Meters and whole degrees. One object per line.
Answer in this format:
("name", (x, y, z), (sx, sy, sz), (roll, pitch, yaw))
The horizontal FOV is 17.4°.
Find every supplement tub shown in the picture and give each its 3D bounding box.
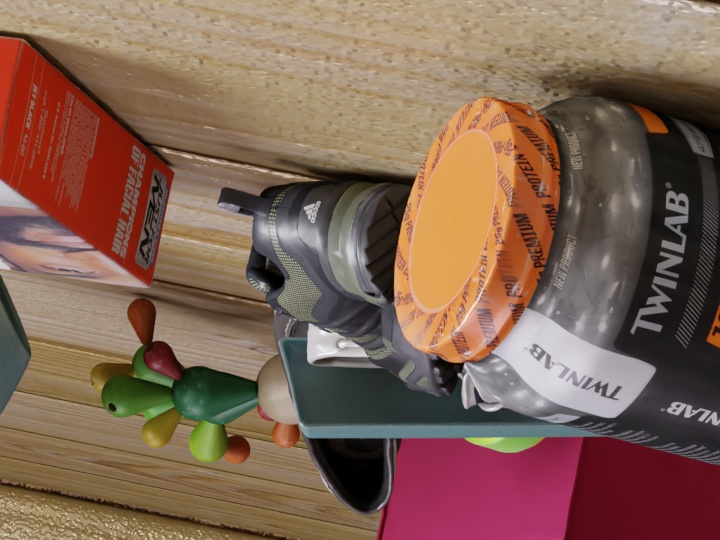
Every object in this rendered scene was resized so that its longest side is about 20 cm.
("supplement tub", (0.121, 0.007, 0.884), (0.199, 0.123, 0.122), (15, 168, -22))

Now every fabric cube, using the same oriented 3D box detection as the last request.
("fabric cube", (0.144, 0.200, 1.626), (0.199, 0.201, 0.196), (20, 167, -38))

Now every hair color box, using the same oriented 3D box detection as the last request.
("hair color box", (-0.168, -0.049, 1.049), (0.110, 0.064, 0.200), (7, 170, 16))

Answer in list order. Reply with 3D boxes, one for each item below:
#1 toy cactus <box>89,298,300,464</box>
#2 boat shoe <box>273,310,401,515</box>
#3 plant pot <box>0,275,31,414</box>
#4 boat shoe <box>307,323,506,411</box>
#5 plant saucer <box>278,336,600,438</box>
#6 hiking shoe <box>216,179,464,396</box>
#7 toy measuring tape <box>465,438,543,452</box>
("toy cactus", (-0.070, 0.071, 1.505), (0.164, 0.103, 0.200), (-9, 161, 36))
("boat shoe", (-0.007, 0.077, 1.387), (0.067, 0.057, 0.200), (-11, 145, 3))
("plant pot", (-0.265, 0.035, 1.321), (0.134, 0.201, 0.200), (-24, 169, -4))
("boat shoe", (0.069, 0.043, 1.259), (0.199, 0.066, 0.072), (12, 169, -1))
("plant saucer", (0.055, 0.066, 1.293), (0.199, 0.070, 0.019), (2, 131, -17))
("hiking shoe", (0.000, 0.000, 1.139), (0.100, 0.076, 0.200), (16, 162, 21))
("toy measuring tape", (0.059, 0.073, 1.412), (0.199, 0.074, 0.073), (-1, 164, 46))
